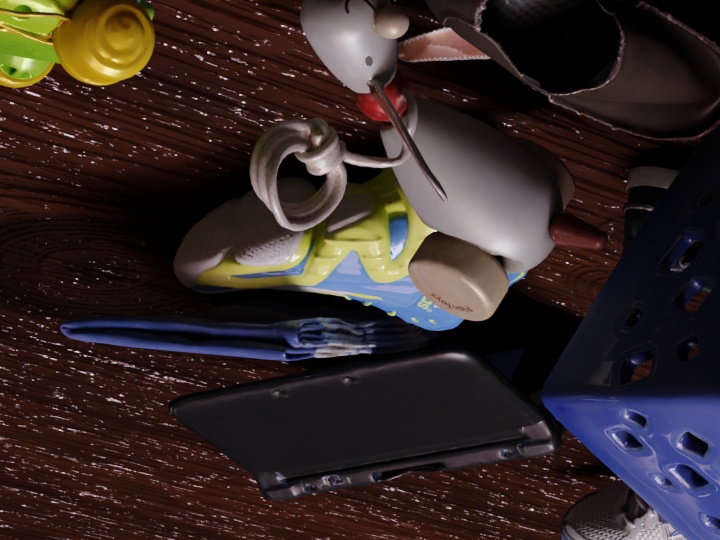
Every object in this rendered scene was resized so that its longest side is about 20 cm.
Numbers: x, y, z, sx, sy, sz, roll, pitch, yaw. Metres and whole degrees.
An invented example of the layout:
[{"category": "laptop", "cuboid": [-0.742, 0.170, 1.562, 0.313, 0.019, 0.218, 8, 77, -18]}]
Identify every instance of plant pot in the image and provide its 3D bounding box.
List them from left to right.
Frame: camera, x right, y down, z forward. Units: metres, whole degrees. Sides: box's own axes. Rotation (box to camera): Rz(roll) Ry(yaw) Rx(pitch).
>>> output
[{"category": "plant pot", "cuboid": [0.242, 0.044, 1.306, 0.200, 0.200, 0.180, 41, 162, -19]}]

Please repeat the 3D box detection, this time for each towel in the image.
[{"category": "towel", "cuboid": [-0.059, 0.032, 1.514, 0.147, 0.024, 0.200, 3, -178, 24]}]

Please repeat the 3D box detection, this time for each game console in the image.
[{"category": "game console", "cuboid": [0.017, 0.061, 1.600, 0.200, 0.176, 0.116, -11, 117, 26]}]

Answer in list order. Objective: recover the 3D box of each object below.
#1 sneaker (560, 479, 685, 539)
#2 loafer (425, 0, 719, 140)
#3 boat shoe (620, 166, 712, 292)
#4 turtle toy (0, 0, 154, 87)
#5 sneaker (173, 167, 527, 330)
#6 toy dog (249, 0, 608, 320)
[{"category": "sneaker", "cuboid": [0.225, 0.145, 1.818, 0.200, 0.077, 0.085, -15, 142, 17]}, {"category": "loafer", "cuboid": [0.103, -0.100, 1.238, 0.200, 0.071, 0.073, 20, 120, -34]}, {"category": "boat shoe", "cuboid": [0.220, 0.010, 1.472, 0.199, 0.066, 0.074, 27, 164, -33]}, {"category": "turtle toy", "cuboid": [-0.173, -0.146, 1.139, 0.200, 0.101, 0.146, 19, 174, -29]}, {"category": "sneaker", "cuboid": [0.000, 0.000, 1.446, 0.200, 0.076, 0.105, -14, 122, 28]}, {"category": "toy dog", "cuboid": [0.051, -0.057, 1.292, 0.096, 0.132, 0.200, 5, 164, 42]}]
